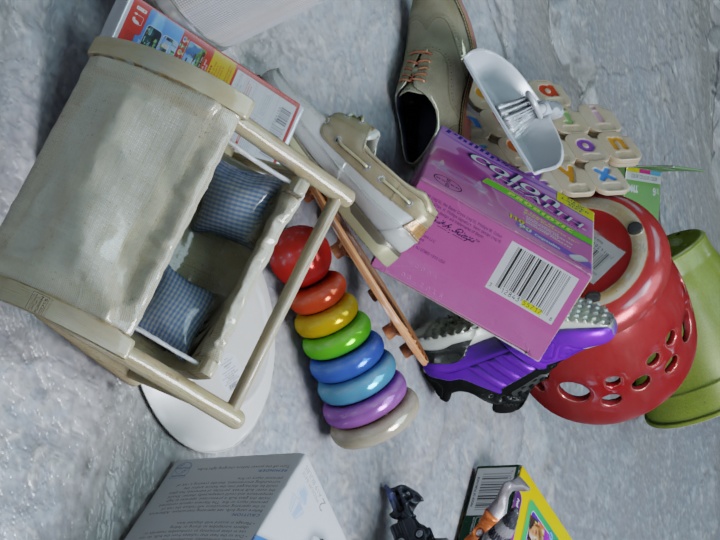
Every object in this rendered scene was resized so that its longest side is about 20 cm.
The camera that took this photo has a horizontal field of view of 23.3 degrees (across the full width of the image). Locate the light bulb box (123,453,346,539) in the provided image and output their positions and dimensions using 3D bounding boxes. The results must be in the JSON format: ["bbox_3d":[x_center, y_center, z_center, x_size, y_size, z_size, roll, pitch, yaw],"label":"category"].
[{"bbox_3d":[-0.094,0.276,1.301,0.199,0.124,0.200,66,33,-27],"label":"light bulb box"}]

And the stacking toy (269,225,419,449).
[{"bbox_3d":[-0.023,0.053,1.521,0.085,0.085,0.201,-50,121,-51],"label":"stacking toy"}]

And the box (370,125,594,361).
[{"bbox_3d":[0.118,-0.030,1.609,0.097,0.175,0.200,-60,-178,19],"label":"box"}]

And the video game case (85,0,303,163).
[{"bbox_3d":[-0.138,-0.104,1.336,0.200,0.017,0.144,30,81,-45],"label":"video game case"}]

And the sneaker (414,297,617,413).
[{"bbox_3d":[0.157,0.087,1.703,0.070,0.199,0.100,-53,133,-67],"label":"sneaker"}]

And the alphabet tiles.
[{"bbox_3d":[0.191,-0.137,1.824,0.196,0.199,0.015,-118,-148,-42],"label":"alphabet tiles"}]

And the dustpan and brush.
[{"bbox_3d":[0.172,-0.160,1.761,0.140,0.057,0.200,60,9,7],"label":"dustpan and brush"}]

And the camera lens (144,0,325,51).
[{"bbox_3d":[-0.080,-0.272,1.348,0.160,0.199,0.161,50,28,-38],"label":"camera lens"}]

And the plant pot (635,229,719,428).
[{"bbox_3d":[0.402,0.060,2.150,0.194,0.200,0.200,63,34,-9],"label":"plant pot"}]

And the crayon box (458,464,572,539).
[{"bbox_3d":[0.154,0.329,1.776,0.173,0.058,0.201,56,40,-39],"label":"crayon box"}]

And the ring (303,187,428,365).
[{"bbox_3d":[0.000,0.000,1.524,0.201,0.019,0.200,57,2,-4],"label":"ring"}]

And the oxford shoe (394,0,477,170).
[{"bbox_3d":[0.071,-0.194,1.734,0.074,0.070,0.201,5,79,-56],"label":"oxford shoe"}]

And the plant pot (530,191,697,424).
[{"bbox_3d":[0.240,0.034,1.817,0.183,0.199,0.201,60,36,-52],"label":"plant pot"}]

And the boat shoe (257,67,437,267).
[{"bbox_3d":[-0.013,-0.101,1.498,0.200,0.068,0.075,52,5,5],"label":"boat shoe"}]

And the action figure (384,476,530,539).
[{"bbox_3d":[0.072,0.257,1.553,0.201,0.193,0.105,61,14,27],"label":"action figure"}]

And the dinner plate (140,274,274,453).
[{"bbox_3d":[-0.118,0.046,1.409,0.200,0.024,0.201,16,71,-57],"label":"dinner plate"}]

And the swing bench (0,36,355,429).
[{"bbox_3d":[-0.137,-0.026,1.233,0.200,0.129,0.200,40,72,-51],"label":"swing bench"}]

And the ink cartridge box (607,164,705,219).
[{"bbox_3d":[0.265,-0.085,1.908,0.104,0.199,0.060,3,90,-59],"label":"ink cartridge box"}]
